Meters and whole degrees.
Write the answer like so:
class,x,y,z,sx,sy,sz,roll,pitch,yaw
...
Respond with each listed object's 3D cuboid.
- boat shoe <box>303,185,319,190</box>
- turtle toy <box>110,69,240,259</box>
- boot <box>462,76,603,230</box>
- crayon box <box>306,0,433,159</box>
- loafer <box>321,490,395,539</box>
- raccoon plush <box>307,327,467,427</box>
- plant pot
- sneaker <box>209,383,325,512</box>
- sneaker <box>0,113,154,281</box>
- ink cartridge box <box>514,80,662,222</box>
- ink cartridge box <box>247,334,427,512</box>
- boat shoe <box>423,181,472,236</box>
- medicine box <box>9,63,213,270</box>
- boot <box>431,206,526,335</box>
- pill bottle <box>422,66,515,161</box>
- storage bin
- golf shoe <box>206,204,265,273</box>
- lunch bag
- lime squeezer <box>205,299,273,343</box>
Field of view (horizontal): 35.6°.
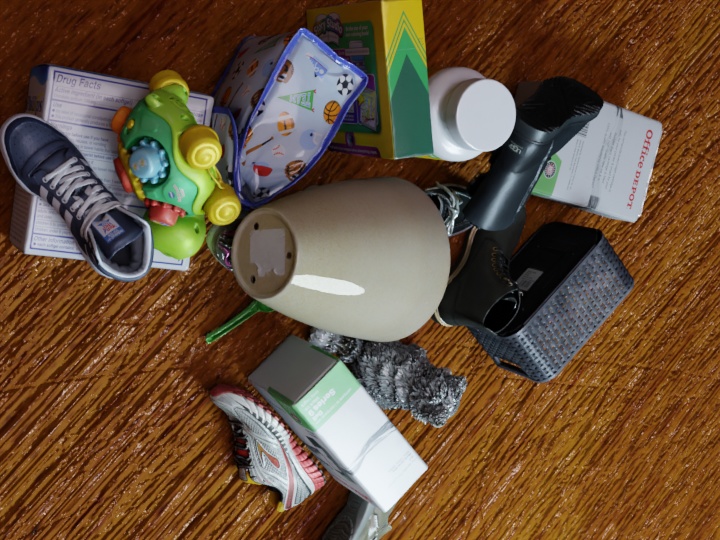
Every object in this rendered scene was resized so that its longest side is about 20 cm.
class,x,y,z,sx,sy,sz,roll,pitch,yaw
boat shoe,-0.012,-0.015,1.409,0.072,0.061,0.202,-39,114,-17
turtle toy,-0.192,-0.096,1.142,0.101,0.146,0.201,-23,135,-11
boot,0.212,-0.145,1.409,0.200,0.076,0.168,-36,159,-49
crayon box,0.008,-0.224,1.305,0.058,0.200,0.173,-10,103,-26
loafer,0.007,0.341,1.470,0.070,0.075,0.201,32,83,-24
raccoon plush,0.036,0.138,1.417,0.199,0.134,0.097,16,92,-29
plant pot,-0.036,-0.016,1.196,0.200,0.187,0.188,3,98,-52
sneaker,-0.124,0.220,1.381,0.082,0.078,0.200,-41,114,-14
sneaker,-0.277,-0.071,1.118,0.070,0.108,0.200,-40,114,-16
ink cartridge box,0.299,-0.160,1.533,0.199,0.084,0.147,14,92,-29
ink cartridge box,-0.028,0.189,1.386,0.084,0.146,0.200,-44,115,-15
boat shoe,0.095,-0.078,1.438,0.199,0.068,0.074,2,93,-38
medicine box,-0.275,-0.111,1.232,0.181,0.103,0.201,7,95,-28
boot,0.188,-0.003,1.471,0.077,0.138,0.201,34,81,-27
pill bottle,0.098,-0.190,1.358,0.111,0.200,0.112,-5,100,-26
storage bin,0.251,0.039,1.512,0.200,0.135,0.094,-45,116,-14
golf shoe,-0.127,-0.039,1.287,0.073,0.092,0.200,-64,158,10
lunch bag,-0.113,-0.165,1.269,0.124,0.170,0.201,32,84,-26
lime squeezer,-0.092,0.040,1.358,0.199,0.071,0.038,-10,117,14
